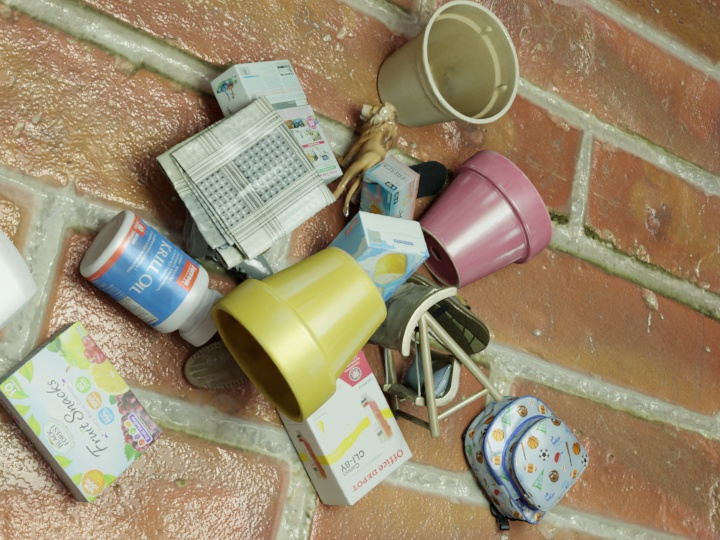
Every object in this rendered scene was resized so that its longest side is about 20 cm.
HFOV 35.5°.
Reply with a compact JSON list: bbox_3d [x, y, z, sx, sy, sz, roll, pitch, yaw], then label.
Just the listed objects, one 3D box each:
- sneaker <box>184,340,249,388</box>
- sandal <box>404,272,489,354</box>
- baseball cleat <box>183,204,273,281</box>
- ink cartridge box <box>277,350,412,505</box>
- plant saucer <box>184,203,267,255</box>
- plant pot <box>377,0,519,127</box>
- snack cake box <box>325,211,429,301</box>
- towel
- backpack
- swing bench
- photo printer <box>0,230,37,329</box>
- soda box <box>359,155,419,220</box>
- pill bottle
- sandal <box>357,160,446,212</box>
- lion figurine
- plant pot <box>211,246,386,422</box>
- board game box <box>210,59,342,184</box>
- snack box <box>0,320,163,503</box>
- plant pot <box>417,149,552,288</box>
[{"bbox_3d":[-0.167,0.117,1.686,0.198,0.112,0.072,-20,97,-4],"label":"sneaker"},{"bbox_3d":[0.147,0.065,1.906,0.199,0.082,0.055,39,41,-16],"label":"sandal"},{"bbox_3d":[-0.199,-0.022,1.683,0.106,0.070,0.201,-31,91,-27],"label":"baseball cleat"},{"bbox_3d":[-0.028,0.241,1.743,0.145,0.083,0.202,-32,101,-33],"label":"ink cartridge box"},{"bbox_3d":[-0.184,-0.118,1.660,0.199,0.035,0.202,34,40,-35],"label":"plant saucer"},{"bbox_3d":[0.131,-0.323,1.875,0.199,0.183,0.203,6,79,-33],"label":"plant pot"},{"bbox_3d":[0.000,0.000,1.724,0.114,0.200,0.068,7,52,-33],"label":"snack cake box"},{"bbox_3d":[-0.161,-0.127,1.592,0.199,0.035,0.194,-35,92,-21],"label":"towel"},{"bbox_3d":[0.276,0.311,1.908,0.191,0.154,0.200,49,62,-6],"label":"backpack"},{"bbox_3d":[0.095,0.131,1.758,0.129,0.199,0.202,-27,98,-15],"label":"swing bench"},{"bbox_3d":[-0.527,0.024,1.441,0.200,0.069,0.167,-46,109,-30],"label":"photo printer"},{"bbox_3d":[0.039,-0.078,1.776,0.063,0.201,0.068,35,52,26],"label":"soda box"},{"bbox_3d":[-0.284,0.016,1.584,0.199,0.112,0.113,39,64,-24],"label":"pill bottle"},{"bbox_3d":[0.076,-0.137,1.875,0.199,0.043,0.077,-25,131,-35],"label":"sandal"},{"bbox_3d":[0.013,-0.180,1.788,0.072,0.122,0.201,32,34,-23],"label":"lion figurine"},{"bbox_3d":[-0.073,0.073,1.550,0.188,0.200,0.202,-37,104,-19],"label":"plant pot"},{"bbox_3d":[-0.126,-0.213,1.709,0.147,0.064,0.202,-21,85,-55],"label":"board game box"},{"bbox_3d":[-0.383,0.191,1.526,0.142,0.053,0.201,-43,107,-30],"label":"snack box"},{"bbox_3d":[0.192,-0.071,1.888,0.178,0.200,0.201,-37,104,-16],"label":"plant pot"}]
